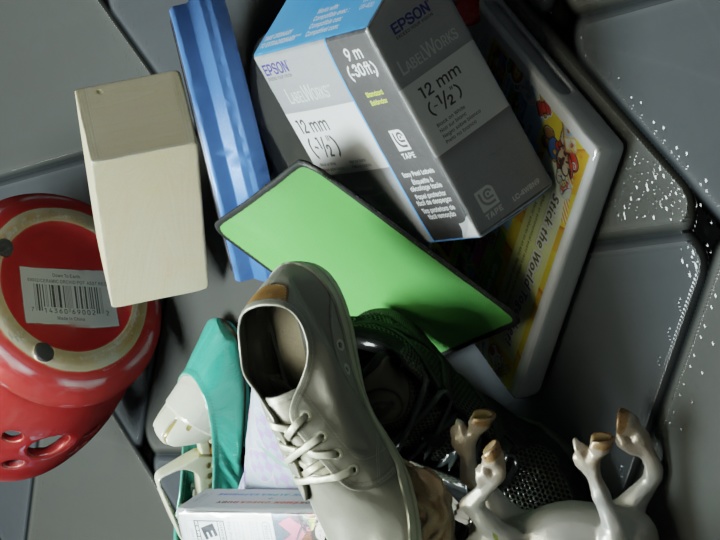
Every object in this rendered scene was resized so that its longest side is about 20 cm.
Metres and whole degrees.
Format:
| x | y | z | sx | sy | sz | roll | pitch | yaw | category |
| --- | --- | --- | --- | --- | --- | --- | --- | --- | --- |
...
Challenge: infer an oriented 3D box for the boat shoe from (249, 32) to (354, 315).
| x | y | z | sx | sy | sz | roll | pitch | yaw | category |
| --- | --- | --- | --- | --- | --- | --- | --- | --- | --- |
| -0.028 | -0.058 | 1.623 | 0.068 | 0.072 | 0.201 | -27 | 88 | 59 | boat shoe |

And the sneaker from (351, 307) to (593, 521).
| x | y | z | sx | sy | sz | roll | pitch | yaw | category |
| --- | --- | --- | --- | --- | --- | --- | --- | --- | --- |
| 0.048 | 0.099 | 1.454 | 0.199 | 0.114 | 0.076 | 42 | 107 | 14 | sneaker |

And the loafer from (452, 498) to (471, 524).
| x | y | z | sx | sy | sz | roll | pitch | yaw | category |
| --- | --- | --- | --- | --- | --- | --- | --- | --- | --- |
| 0.026 | 0.109 | 1.557 | 0.200 | 0.063 | 0.072 | 33 | 123 | 37 | loafer |

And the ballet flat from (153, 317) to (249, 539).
| x | y | z | sx | sy | sz | roll | pitch | yaw | category |
| --- | --- | --- | --- | --- | --- | --- | --- | --- | --- |
| -0.120 | 0.136 | 1.873 | 0.067 | 0.070 | 0.201 | 33 | 130 | 53 | ballet flat |

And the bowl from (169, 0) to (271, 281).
| x | y | z | sx | sy | sz | roll | pitch | yaw | category |
| --- | --- | --- | --- | --- | --- | --- | --- | --- | --- |
| -0.088 | -0.087 | 1.658 | 0.201 | 0.039 | 0.202 | 166 | 90 | -87 | bowl |

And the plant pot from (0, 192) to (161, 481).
| x | y | z | sx | sy | sz | roll | pitch | yaw | category |
| --- | --- | --- | --- | --- | --- | --- | --- | --- | --- |
| -0.265 | 0.044 | 1.975 | 0.182 | 0.200 | 0.201 | -43 | 65 | 51 | plant pot |

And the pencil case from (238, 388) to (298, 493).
| x | y | z | sx | sy | sz | roll | pitch | yaw | category |
| --- | --- | --- | --- | --- | --- | --- | --- | --- | --- |
| -0.045 | 0.132 | 1.717 | 0.091 | 0.083 | 0.201 | 38 | 136 | 27 | pencil case |

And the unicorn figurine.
| x | y | z | sx | sy | sz | roll | pitch | yaw | category |
| --- | --- | --- | --- | --- | --- | --- | --- | --- | --- |
| 0.124 | 0.149 | 1.399 | 0.199 | 0.074 | 0.138 | 6 | 116 | 31 | unicorn figurine |

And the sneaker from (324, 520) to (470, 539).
| x | y | z | sx | sy | sz | roll | pitch | yaw | category |
| --- | --- | --- | --- | --- | --- | --- | --- | --- | --- |
| 0.067 | 0.219 | 1.481 | 0.200 | 0.076 | 0.116 | 19 | 135 | 12 | sneaker |

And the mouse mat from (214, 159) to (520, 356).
| x | y | z | sx | sy | sz | roll | pitch | yaw | category |
| --- | --- | --- | --- | --- | --- | --- | --- | --- | --- |
| 0.000 | 0.000 | 1.503 | 0.161 | 0.008 | 0.200 | 36 | 161 | -10 | mouse mat |

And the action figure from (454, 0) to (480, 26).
| x | y | z | sx | sy | sz | roll | pitch | yaw | category |
| --- | --- | --- | --- | --- | --- | --- | --- | --- | --- |
| 0.046 | -0.230 | 1.355 | 0.065 | 0.099 | 0.201 | 46 | 131 | 38 | action figure |

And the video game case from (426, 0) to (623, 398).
| x | y | z | sx | sy | sz | roll | pitch | yaw | category |
| --- | --- | --- | --- | --- | --- | --- | --- | --- | --- |
| 0.076 | -0.056 | 1.472 | 0.182 | 0.023 | 0.201 | 55 | 145 | 35 | video game case |

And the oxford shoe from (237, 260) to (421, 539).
| x | y | z | sx | sy | sz | roll | pitch | yaw | category |
| --- | --- | --- | --- | --- | --- | --- | --- | --- | --- |
| -0.022 | 0.095 | 1.398 | 0.075 | 0.058 | 0.201 | -16 | 93 | 39 | oxford shoe |

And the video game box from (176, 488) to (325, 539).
| x | y | z | sx | sy | sz | roll | pitch | yaw | category |
| --- | --- | --- | --- | --- | --- | --- | --- | --- | --- |
| -0.020 | 0.243 | 1.665 | 0.182 | 0.047 | 0.201 | -1 | 107 | 34 | video game box |

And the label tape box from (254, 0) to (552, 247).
| x | y | z | sx | sy | sz | roll | pitch | yaw | category |
| --- | --- | --- | --- | --- | --- | --- | --- | --- | --- |
| 0.007 | -0.113 | 1.418 | 0.200 | 0.066 | 0.143 | 59 | 155 | -14 | label tape box |

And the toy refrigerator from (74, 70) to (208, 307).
| x | y | z | sx | sy | sz | roll | pitch | yaw | category |
| --- | --- | --- | --- | --- | --- | --- | --- | --- | --- |
| -0.154 | -0.058 | 1.776 | 0.200 | 0.076 | 0.070 | 90 | 166 | -60 | toy refrigerator |
